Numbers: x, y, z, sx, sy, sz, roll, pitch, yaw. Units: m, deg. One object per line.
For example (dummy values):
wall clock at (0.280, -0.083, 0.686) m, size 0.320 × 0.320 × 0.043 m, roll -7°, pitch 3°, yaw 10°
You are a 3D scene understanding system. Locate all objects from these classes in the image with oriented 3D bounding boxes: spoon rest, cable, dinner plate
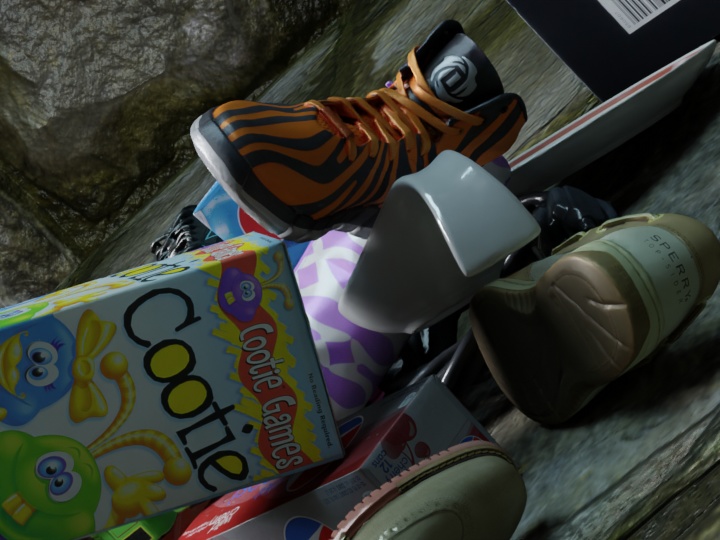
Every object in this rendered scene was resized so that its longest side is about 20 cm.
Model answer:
spoon rest at (0.038, -0.015, 1.110) m, size 0.099 × 0.061 × 0.200 m, roll -30°, pitch -4°, yaw -11°
cable at (0.071, 0.022, 1.246) m, size 0.163 × 0.051 × 0.200 m, roll -49°, pitch 9°, yaw 8°
dinner plate at (0.124, -0.073, 1.363) m, size 0.199 × 0.024 × 0.200 m, roll -30°, pitch 2°, yaw 1°

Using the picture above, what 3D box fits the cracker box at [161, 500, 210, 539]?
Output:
cracker box at (-0.151, 0.124, 1.326) m, size 0.199 × 0.057 × 0.135 m, roll -10°, pitch 69°, yaw 40°

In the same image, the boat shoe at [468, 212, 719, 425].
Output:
boat shoe at (0.106, 0.020, 1.056) m, size 0.066 × 0.074 × 0.200 m, roll -27°, pitch 0°, yaw -18°

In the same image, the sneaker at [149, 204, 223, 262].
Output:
sneaker at (-0.098, 0.008, 1.382) m, size 0.075 × 0.079 × 0.200 m, roll -41°, pitch -5°, yaw 9°

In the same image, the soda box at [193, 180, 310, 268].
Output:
soda box at (-0.048, -0.047, 1.403) m, size 0.064 × 0.068 × 0.200 m, roll -50°, pitch 4°, yaw 7°

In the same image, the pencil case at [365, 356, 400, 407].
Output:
pencil case at (0.008, 0.004, 1.405) m, size 0.090 × 0.094 × 0.200 m, roll -19°, pitch 21°, yaw 25°

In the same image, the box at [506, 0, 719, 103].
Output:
box at (0.215, -0.238, 1.476) m, size 0.200 × 0.124 × 0.197 m, roll -32°, pitch 17°, yaw 51°

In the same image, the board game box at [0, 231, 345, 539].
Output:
board game box at (-0.122, 0.060, 1.079) m, size 0.198 × 0.104 × 0.105 m, roll -17°, pitch 6°, yaw -9°

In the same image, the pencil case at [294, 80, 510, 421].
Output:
pencil case at (0.000, 0.000, 1.245) m, size 0.201 × 0.085 × 0.084 m, roll -59°, pitch 9°, yaw -6°

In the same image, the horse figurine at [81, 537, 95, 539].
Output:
horse figurine at (-0.138, 0.191, 1.213) m, size 0.200 × 0.132 × 0.050 m, roll -56°, pitch 11°, yaw 50°

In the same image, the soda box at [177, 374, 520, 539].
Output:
soda box at (-0.014, 0.118, 1.123) m, size 0.070 × 0.063 × 0.200 m, roll -50°, pitch 11°, yaw -35°

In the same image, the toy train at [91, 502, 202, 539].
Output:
toy train at (-0.132, 0.127, 1.227) m, size 0.200 × 0.056 × 0.042 m, roll -39°, pitch 11°, yaw 32°

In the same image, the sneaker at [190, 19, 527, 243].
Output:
sneaker at (0.005, -0.073, 1.099) m, size 0.112 × 0.078 × 0.200 m, roll -43°, pitch -18°, yaw 20°

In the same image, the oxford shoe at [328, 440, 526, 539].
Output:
oxford shoe at (0.009, 0.153, 0.947) m, size 0.200 × 0.071 × 0.074 m, roll -47°, pitch 36°, yaw -19°
